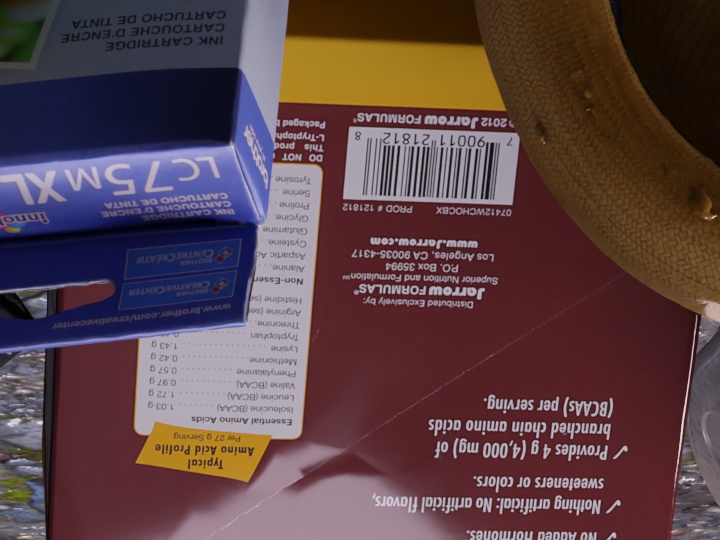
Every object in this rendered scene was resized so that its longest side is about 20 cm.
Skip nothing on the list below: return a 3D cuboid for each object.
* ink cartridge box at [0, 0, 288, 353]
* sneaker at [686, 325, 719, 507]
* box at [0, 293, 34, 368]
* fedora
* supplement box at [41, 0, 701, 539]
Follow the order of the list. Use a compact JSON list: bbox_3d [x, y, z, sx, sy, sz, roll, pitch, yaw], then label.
[{"bbox_3d":[-0.080,-0.069,0.781,0.119,0.201,0.042,-5,144,12],"label":"ink cartridge box"},{"bbox_3d":[0.168,0.010,0.906,0.118,0.074,0.201,-26,146,-23],"label":"sneaker"},{"bbox_3d":[-0.203,-0.034,0.944,0.079,0.141,0.200,-41,154,4],"label":"box"},{"bbox_3d":[0.121,-0.076,0.780,0.200,0.201,0.082,-1,171,0],"label":"fedora"},{"bbox_3d":[0.000,0.000,0.933,0.196,0.201,0.133,2,-156,-8],"label":"supplement box"}]
